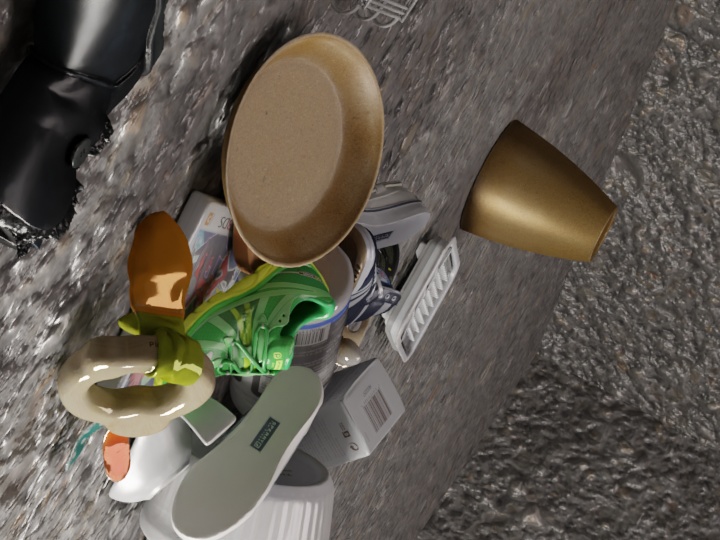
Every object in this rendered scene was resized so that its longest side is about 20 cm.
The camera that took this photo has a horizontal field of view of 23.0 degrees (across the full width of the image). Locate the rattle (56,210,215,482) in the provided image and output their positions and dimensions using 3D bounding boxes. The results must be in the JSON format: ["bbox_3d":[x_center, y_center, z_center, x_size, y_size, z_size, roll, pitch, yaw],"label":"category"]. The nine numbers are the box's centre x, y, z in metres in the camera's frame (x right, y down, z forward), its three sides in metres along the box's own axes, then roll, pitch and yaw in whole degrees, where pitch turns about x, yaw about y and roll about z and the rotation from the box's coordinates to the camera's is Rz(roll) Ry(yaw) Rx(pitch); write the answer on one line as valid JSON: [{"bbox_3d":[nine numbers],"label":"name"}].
[{"bbox_3d":[-0.194,0.069,1.442,0.129,0.144,0.200,-16,158,-19],"label":"rattle"}]

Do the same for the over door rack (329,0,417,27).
[{"bbox_3d":[0.057,-0.306,1.571,0.200,0.067,0.148,-44,172,14],"label":"over door rack"}]

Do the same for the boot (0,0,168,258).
[{"bbox_3d":[-0.180,-0.107,1.033,0.169,0.076,0.200,-62,175,-18],"label":"boot"}]

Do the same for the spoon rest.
[{"bbox_3d":[-0.178,0.158,1.627,0.099,0.061,0.200,-40,178,-36],"label":"spoon rest"}]

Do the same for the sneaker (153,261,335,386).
[{"bbox_3d":[-0.101,0.060,1.559,0.200,0.084,0.074,-38,160,-25],"label":"sneaker"}]

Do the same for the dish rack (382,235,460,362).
[{"bbox_3d":[0.082,0.036,2.517,0.173,0.043,0.200,-61,168,-9],"label":"dish rack"}]

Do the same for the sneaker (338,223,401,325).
[{"bbox_3d":[0.000,0.000,1.817,0.108,0.071,0.200,-18,160,-29],"label":"sneaker"}]

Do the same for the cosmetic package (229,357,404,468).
[{"bbox_3d":[-0.060,0.170,1.904,0.199,0.075,0.102,-21,-166,33],"label":"cosmetic package"}]

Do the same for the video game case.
[{"bbox_3d":[-0.157,0.031,1.560,0.201,0.023,0.182,-63,168,3],"label":"video game case"}]

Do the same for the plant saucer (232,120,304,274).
[{"bbox_3d":[-0.061,-0.089,1.614,0.200,0.032,0.202,19,90,-77],"label":"plant saucer"}]

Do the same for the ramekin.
[{"bbox_3d":[-0.117,0.230,1.780,0.202,0.201,0.095,-19,125,-73],"label":"ramekin"}]

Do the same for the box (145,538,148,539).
[{"bbox_3d":[-0.216,0.414,1.891,0.201,0.130,0.200,-55,166,-34],"label":"box"}]

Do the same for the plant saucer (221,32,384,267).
[{"bbox_3d":[-0.056,-0.105,1.508,0.199,0.035,0.202,-21,119,-46],"label":"plant saucer"}]

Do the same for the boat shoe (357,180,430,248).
[{"bbox_3d":[-0.009,-0.060,1.869,0.199,0.066,0.072,-15,152,-42],"label":"boat shoe"}]

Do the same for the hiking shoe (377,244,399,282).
[{"bbox_3d":[0.003,-0.021,1.983,0.200,0.075,0.101,-39,158,-60],"label":"hiking shoe"}]

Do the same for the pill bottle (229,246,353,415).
[{"bbox_3d":[-0.074,0.062,1.754,0.114,0.113,0.201,-52,165,-38],"label":"pill bottle"}]

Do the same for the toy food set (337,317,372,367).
[{"bbox_3d":[-0.028,0.074,2.099,0.145,0.060,0.200,-66,168,18],"label":"toy food set"}]

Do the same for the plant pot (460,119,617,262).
[{"bbox_3d":[0.282,-0.101,2.682,0.187,0.199,0.187,-58,168,-20],"label":"plant pot"}]

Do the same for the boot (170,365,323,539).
[{"bbox_3d":[-0.104,0.184,1.666,0.200,0.073,0.091,-48,169,-22],"label":"boot"}]
